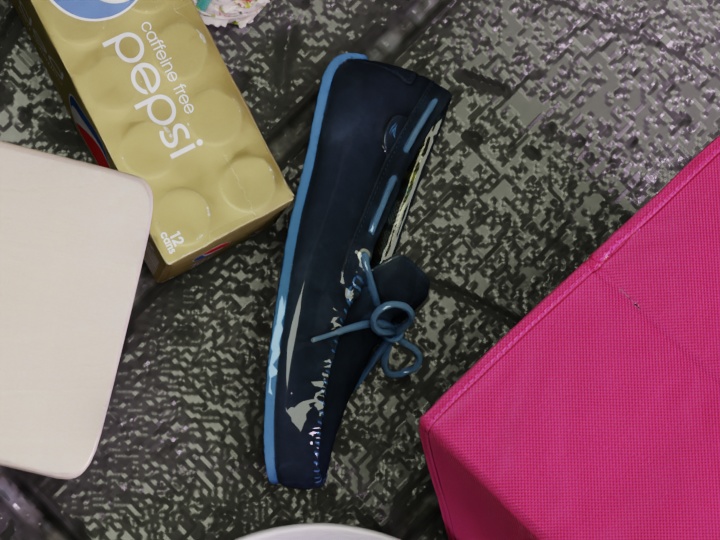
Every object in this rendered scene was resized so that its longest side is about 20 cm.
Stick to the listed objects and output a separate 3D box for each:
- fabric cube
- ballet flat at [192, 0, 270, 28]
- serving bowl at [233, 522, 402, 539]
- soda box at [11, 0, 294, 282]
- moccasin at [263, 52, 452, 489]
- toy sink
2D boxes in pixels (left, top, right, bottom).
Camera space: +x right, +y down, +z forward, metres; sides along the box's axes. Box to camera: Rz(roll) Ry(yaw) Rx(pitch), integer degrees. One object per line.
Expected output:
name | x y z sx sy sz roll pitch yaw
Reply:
fabric cube | 0.168 0.097 0.959 0.200 0.197 0.199 -42 65 -12
ballet flat | -0.032 -0.207 1.066 0.075 0.064 0.202 20 79 -8
serving bowl | -0.022 0.213 1.008 0.198 0.066 0.202 1 82 -10
soda box | -0.106 -0.100 1.038 0.067 0.064 0.201 -27 88 -12
moccasin | 0.000 0.000 1.032 0.068 0.080 0.202 10 82 3
toy sink | -0.196 0.009 0.984 0.198 0.112 0.132 13 80 -3
